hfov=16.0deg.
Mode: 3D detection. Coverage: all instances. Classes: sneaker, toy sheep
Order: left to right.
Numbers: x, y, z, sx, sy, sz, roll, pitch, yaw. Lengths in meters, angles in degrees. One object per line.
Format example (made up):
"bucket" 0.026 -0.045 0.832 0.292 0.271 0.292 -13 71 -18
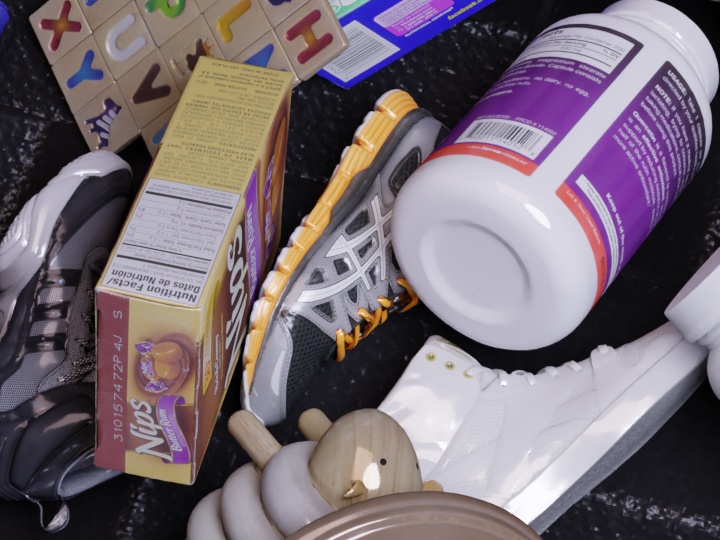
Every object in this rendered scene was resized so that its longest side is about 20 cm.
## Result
"sneaker" -0.146 0.041 1.340 0.114 0.075 0.200 26 77 15
"toy sheep" -0.032 0.152 1.247 0.138 0.138 0.200 37 116 19
"sneaker" 0.000 0.000 1.343 0.077 0.078 0.200 30 75 4
"sneaker" 0.086 0.061 1.306 0.200 0.074 0.116 -38 71 -10

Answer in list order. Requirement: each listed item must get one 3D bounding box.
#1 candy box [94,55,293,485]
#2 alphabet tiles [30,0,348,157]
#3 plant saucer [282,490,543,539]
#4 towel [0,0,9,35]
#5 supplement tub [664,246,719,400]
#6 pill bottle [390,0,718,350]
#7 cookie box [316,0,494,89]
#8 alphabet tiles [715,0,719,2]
"candy box" -0.082 -0.003 1.284 0.056 0.117 0.200 11 40 7
"alphabet tiles" -0.091 -0.153 1.388 0.200 0.006 0.167 -35 69 24
"plant saucer" 0.014 0.196 1.194 0.200 0.200 0.029 -30 33 -8
"towel" -0.299 -0.085 1.426 0.148 0.050 0.200 21 70 21
"supplement tub" 0.260 0.047 1.232 0.200 0.145 0.145 45 76 2
"pill bottle" 0.108 -0.056 1.316 0.112 0.113 0.200 28 48 16
"cookie box" 0.011 -0.231 1.410 0.171 0.075 0.200 -30 63 21
"alphabet tiles" 0.155 -0.225 1.389 0.200 0.006 0.167 11 58 -39
